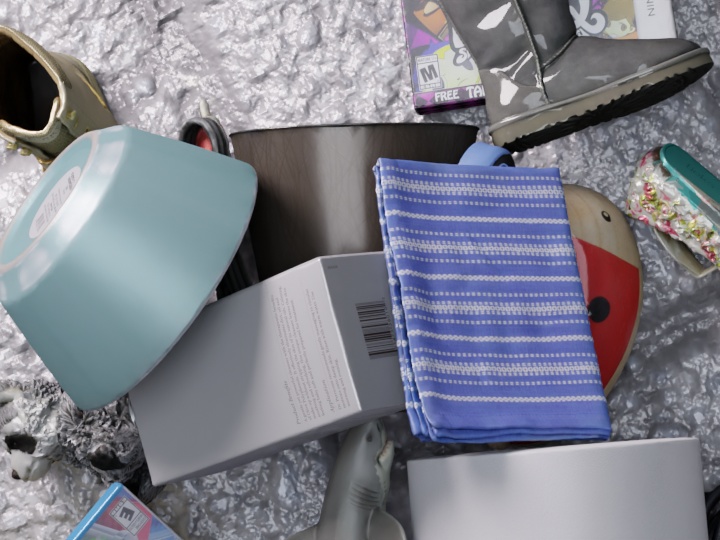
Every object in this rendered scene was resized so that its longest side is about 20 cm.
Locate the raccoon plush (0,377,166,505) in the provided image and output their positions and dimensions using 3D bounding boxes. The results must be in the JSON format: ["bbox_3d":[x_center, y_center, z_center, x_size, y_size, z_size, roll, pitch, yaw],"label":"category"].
[{"bbox_3d":[-0.178,0.087,1.476,0.134,0.097,0.200,33,59,23],"label":"raccoon plush"}]

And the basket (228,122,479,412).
[{"bbox_3d":[0.000,0.000,1.416,0.180,0.136,0.201,-2,89,-7],"label":"basket"}]

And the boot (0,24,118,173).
[{"bbox_3d":[-0.205,-0.079,1.437,0.073,0.155,0.201,-25,82,5],"label":"boot"}]

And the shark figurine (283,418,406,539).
[{"bbox_3d":[-0.016,0.208,1.323,0.089,0.128,0.215,4,52,-12],"label":"shark figurine"}]

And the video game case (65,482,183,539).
[{"bbox_3d":[-0.147,0.268,1.403,0.200,0.018,0.143,46,71,-18],"label":"video game case"}]

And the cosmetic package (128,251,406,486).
[{"bbox_3d":[-0.061,0.067,1.330,0.200,0.085,0.108,-21,80,39],"label":"cosmetic package"}]

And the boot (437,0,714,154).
[{"bbox_3d":[0.137,-0.201,1.414,0.181,0.073,0.201,-17,79,5],"label":"boot"}]

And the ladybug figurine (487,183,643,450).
[{"bbox_3d":[0.130,0.033,1.422,0.135,0.072,0.201,16,88,9],"label":"ladybug figurine"}]

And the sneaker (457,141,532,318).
[{"bbox_3d":[0.092,0.011,1.359,0.078,0.070,0.201,7,78,25],"label":"sneaker"}]

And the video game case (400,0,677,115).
[{"bbox_3d":[0.126,-0.218,1.463,0.199,0.036,0.182,-7,84,8],"label":"video game case"}]

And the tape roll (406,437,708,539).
[{"bbox_3d":[0.135,0.188,1.343,0.202,0.203,0.140,-4,85,8],"label":"tape roll"}]

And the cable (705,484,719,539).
[{"bbox_3d":[0.318,0.212,1.390,0.200,0.051,0.163,36,91,10],"label":"cable"}]

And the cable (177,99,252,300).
[{"bbox_3d":[-0.095,-0.032,1.438,0.050,0.097,0.200,-11,66,-37],"label":"cable"}]

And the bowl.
[{"bbox_3d":[-0.171,-0.017,1.330,0.105,0.201,0.201,36,91,-21],"label":"bowl"}]

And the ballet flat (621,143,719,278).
[{"bbox_3d":[0.269,-0.010,1.418,0.200,0.076,0.064,43,123,14],"label":"ballet flat"}]

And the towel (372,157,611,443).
[{"bbox_3d":[0.087,0.018,1.300,0.144,0.024,0.201,2,66,-24],"label":"towel"}]
